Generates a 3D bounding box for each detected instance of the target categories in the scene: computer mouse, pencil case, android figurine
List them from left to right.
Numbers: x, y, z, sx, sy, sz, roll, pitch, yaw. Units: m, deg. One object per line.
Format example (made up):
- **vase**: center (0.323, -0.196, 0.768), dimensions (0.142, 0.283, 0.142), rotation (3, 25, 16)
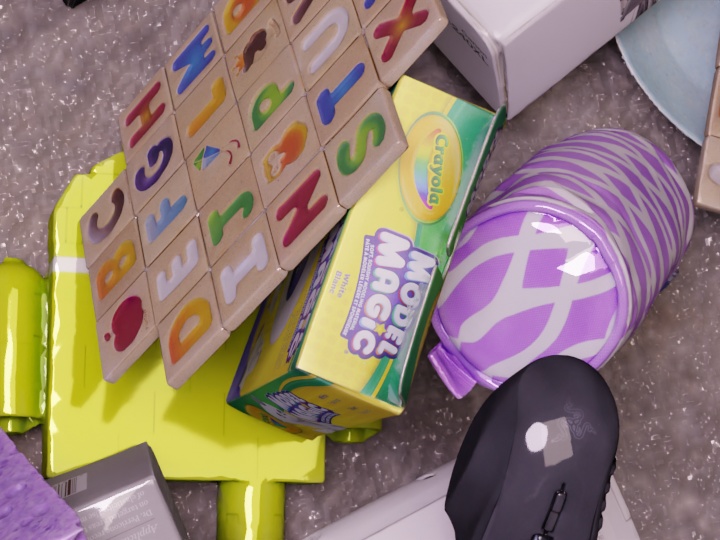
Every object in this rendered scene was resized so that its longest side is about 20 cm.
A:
- **android figurine**: center (-0.076, 0.029, 0.888), dimensions (0.180, 0.041, 0.202), rotation (1, 81, -13)
- **computer mouse**: center (0.054, 0.130, 0.748), dimensions (0.058, 0.034, 0.202), rotation (12, 91, -17)
- **pencil case**: center (0.086, -0.007, 0.852), dimensions (0.085, 0.200, 0.084), rotation (-33, 89, 19)

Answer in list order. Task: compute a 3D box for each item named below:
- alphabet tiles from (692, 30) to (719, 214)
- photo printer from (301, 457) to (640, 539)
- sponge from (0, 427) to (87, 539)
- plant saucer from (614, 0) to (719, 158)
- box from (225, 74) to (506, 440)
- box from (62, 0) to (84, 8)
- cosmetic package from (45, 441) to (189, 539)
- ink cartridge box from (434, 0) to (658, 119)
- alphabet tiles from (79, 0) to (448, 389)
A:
- **alphabet tiles**: center (0.249, -0.106, 0.966), dimensions (0.165, 0.008, 0.202), rotation (13, 77, -10)
- **photo printer**: center (0.045, 0.168, 0.840), dimensions (0.199, 0.069, 0.168), rotation (-22, 89, -44)
- **sponge**: center (-0.181, 0.095, 0.775), dimensions (0.111, 0.200, 0.030), rotation (-28, 117, -17)
- **plant saucer**: center (0.202, -0.138, 0.986), dimensions (0.199, 0.039, 0.203), rotation (2, 81, -13)
- **box**: center (0.000, 0.000, 0.787), dimensions (0.048, 0.200, 0.118), rotation (22, 78, -10)
- **box**: center (-0.093, -0.240, 0.928), dimensions (0.199, 0.044, 0.161), rotation (-33, 90, -16)
- **cosmetic package**: center (-0.092, 0.184, 0.814), dimensions (0.106, 0.090, 0.202), rotation (-21, 99, -6)
- **ink cartridge box**: center (0.091, -0.189, 0.913), dimensions (0.199, 0.083, 0.145), rotation (-38, 71, -8)
- **alphabet tiles**: center (-0.044, -0.054, 0.787), dimensions (0.006, 0.200, 0.167), rotation (27, 29, -33)
